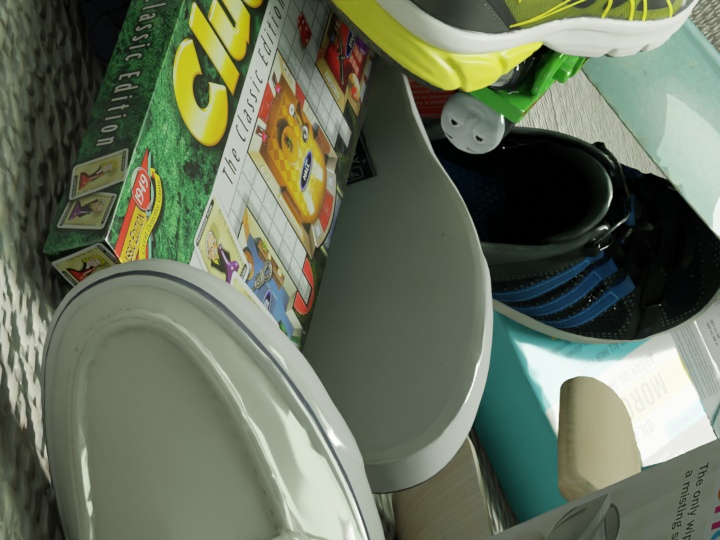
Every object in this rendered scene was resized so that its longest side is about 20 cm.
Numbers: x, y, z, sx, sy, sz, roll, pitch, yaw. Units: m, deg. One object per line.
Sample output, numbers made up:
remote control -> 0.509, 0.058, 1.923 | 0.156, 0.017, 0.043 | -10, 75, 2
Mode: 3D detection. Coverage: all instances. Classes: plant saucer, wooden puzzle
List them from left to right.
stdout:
wooden puzzle -> 0.116, 0.143, 0.899 | 0.185, 0.037, 0.201 | -62, 133, -80
plant saucer -> 0.137, -0.067, 1.054 | 0.201, 0.039, 0.201 | 47, 13, -14

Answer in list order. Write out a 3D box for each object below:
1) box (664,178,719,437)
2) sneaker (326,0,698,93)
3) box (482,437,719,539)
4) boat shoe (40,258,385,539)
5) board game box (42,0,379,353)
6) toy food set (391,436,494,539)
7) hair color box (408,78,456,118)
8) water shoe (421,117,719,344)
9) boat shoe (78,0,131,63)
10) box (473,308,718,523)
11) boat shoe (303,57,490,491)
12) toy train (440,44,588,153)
box -> 0.128, 0.019, 1.196 | 0.117, 0.060, 0.200 | 65, -7, -9
sneaker -> 0.074, -0.113, 0.808 | 0.074, 0.085, 0.200 | 46, 37, 10
box -> 0.132, 0.143, 0.709 | 0.200, 0.176, 0.097 | 38, 48, -23
boat shoe -> -0.028, 0.093, 0.574 | 0.066, 0.072, 0.201 | 5, 70, -81
board game box -> -0.034, -0.047, 0.739 | 0.105, 0.023, 0.201 | 57, 35, -40
toy food set -> 0.077, 0.164, 0.876 | 0.200, 0.060, 0.144 | 54, 17, -42
hair color box -> 0.028, -0.144, 1.009 | 0.200, 0.061, 0.102 | 102, -19, -54
water shoe -> 0.081, -0.014, 0.992 | 0.199, 0.079, 0.072 | 9, 79, -34
boat shoe -> -0.063, -0.130, 0.832 | 0.200, 0.074, 0.093 | -59, 132, -66
box -> 0.098, 0.065, 1.070 | 0.082, 0.049, 0.201 | -31, 99, -35
boat shoe -> 0.000, 0.000, 0.816 | 0.200, 0.072, 0.066 | -108, -179, -45
toy train -> 0.074, -0.094, 0.917 | 0.042, 0.056, 0.200 | 35, 33, 6
